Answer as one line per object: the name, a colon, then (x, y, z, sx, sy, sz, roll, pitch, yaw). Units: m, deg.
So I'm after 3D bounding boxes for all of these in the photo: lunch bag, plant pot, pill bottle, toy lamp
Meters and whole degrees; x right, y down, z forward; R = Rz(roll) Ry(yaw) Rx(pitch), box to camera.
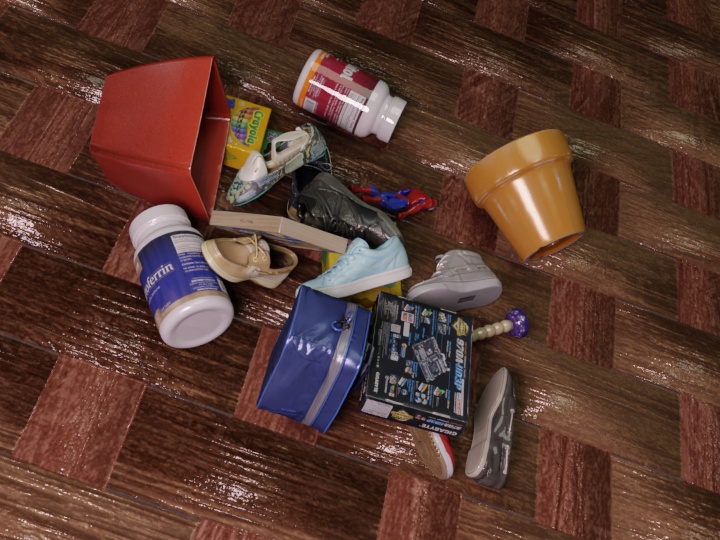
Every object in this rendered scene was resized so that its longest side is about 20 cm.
lunch bag: (-0.055, 0.126, 1.427, 0.131, 0.201, 0.137, 21, 42, -8)
plant pot: (-0.320, -0.215, 1.585, 0.174, 0.200, 0.203, 7, 71, 3)
pill bottle: (-0.274, 0.005, 1.494, 0.114, 0.116, 0.201, -11, 57, -28)
toy lamp: (0.186, 0.107, 1.637, 0.198, 0.058, 0.059, -11, 57, -32)
plant pot: (0.315, -0.125, 1.797, 0.198, 0.200, 0.185, -15, 74, -31)
pill bottle: (-0.018, -0.323, 1.863, 0.198, 0.113, 0.114, 27, 48, 0)

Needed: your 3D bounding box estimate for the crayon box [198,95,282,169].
crayon box: (-0.237, -0.249, 1.758, 0.197, 0.052, 0.127, 17, 49, -9)

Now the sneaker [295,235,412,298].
sneaker: (-0.017, -0.005, 1.544, 0.198, 0.074, 0.083, -16, 93, -27)

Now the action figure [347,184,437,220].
action figure: (0.063, -0.121, 1.763, 0.198, 0.052, 0.065, -3, 29, -39)

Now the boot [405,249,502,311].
boot: (0.143, 0.017, 1.690, 0.198, 0.074, 0.096, -4, 48, -35)

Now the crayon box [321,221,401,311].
crayon box: (0.000, 0.000, 1.651, 0.125, 0.051, 0.202, 10, 49, -14)

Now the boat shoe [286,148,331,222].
boat shoe: (-0.087, -0.168, 1.746, 0.074, 0.063, 0.202, 16, 47, -6)

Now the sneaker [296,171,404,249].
sneaker: (-0.027, -0.070, 1.615, 0.199, 0.077, 0.114, 37, 53, 13)

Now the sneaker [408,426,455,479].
sneaker: (0.125, 0.217, 1.513, 0.111, 0.072, 0.201, -10, 55, -24)

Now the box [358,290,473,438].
box: (0.086, 0.137, 1.486, 0.157, 0.046, 0.202, 16, 48, -8)

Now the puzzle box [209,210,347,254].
puzzle box: (-0.130, -0.060, 1.547, 0.132, 0.199, 0.026, 17, 85, -39)

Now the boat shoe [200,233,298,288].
boat shoe: (-0.168, -0.024, 1.527, 0.199, 0.066, 0.075, 12, 46, -62)

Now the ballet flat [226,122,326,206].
ballet flat: (-0.151, -0.188, 1.687, 0.199, 0.074, 0.074, -35, 69, -14)

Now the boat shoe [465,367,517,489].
boat shoe: (0.211, 0.245, 1.534, 0.057, 0.067, 0.201, 33, 51, -15)
